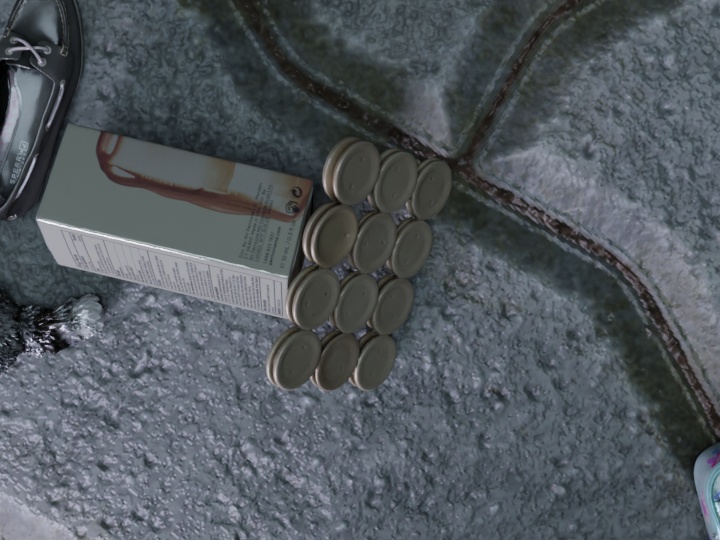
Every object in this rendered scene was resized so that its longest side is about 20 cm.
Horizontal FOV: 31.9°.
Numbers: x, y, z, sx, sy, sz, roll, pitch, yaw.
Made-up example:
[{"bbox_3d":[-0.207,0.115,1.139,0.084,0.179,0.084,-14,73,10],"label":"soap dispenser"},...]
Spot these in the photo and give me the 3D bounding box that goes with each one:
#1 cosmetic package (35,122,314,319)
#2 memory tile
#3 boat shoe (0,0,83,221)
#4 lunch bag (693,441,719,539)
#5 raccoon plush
[{"bbox_3d":[-0.141,-0.037,0.995,0.197,0.104,0.088,13,70,1],"label":"cosmetic package"},{"bbox_3d":[0.000,0.000,0.989,0.017,0.152,0.202,26,103,36],"label":"memory tile"},{"bbox_3d":[-0.271,-0.136,1.020,0.066,0.057,0.202,15,101,2],"label":"boat shoe"},{"bbox_3d":[0.373,0.193,1.017,0.198,0.077,0.162,-18,98,7],"label":"lunch bag"},{"bbox_3d":[-0.321,0.051,1.016,0.198,0.134,0.098,-22,96,8],"label":"raccoon plush"}]
